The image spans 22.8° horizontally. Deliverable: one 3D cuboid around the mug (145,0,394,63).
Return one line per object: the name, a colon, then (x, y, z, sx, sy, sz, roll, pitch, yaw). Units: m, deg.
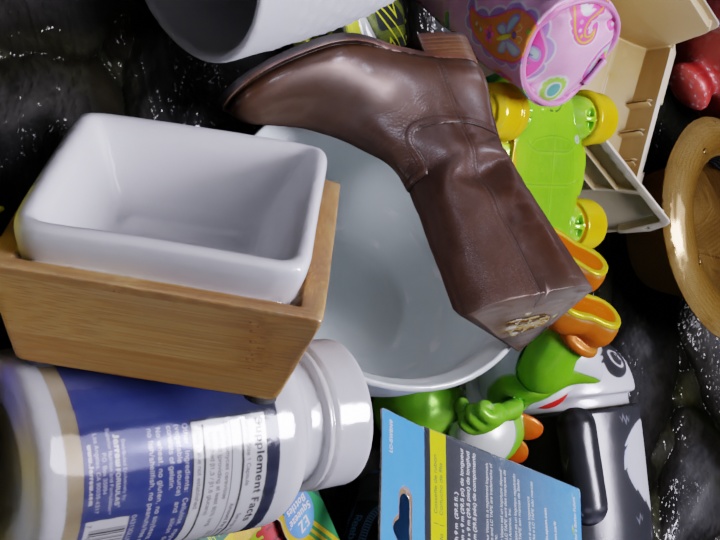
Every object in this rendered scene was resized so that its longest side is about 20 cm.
mug: (-0.044, -0.230, 1.041, 0.175, 0.200, 0.148, -22, 147, -32)

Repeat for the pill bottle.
pill bottle: (-0.097, 0.086, 0.931, 0.200, 0.111, 0.111, -6, 91, -34)

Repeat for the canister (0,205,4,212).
canister: (-0.237, 0.056, 0.820, 0.148, 0.086, 0.200, 1, 87, -53)

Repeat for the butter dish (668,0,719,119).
butter dish: (0.325, -0.190, 1.528, 0.148, 0.200, 0.200, -35, 116, -23)

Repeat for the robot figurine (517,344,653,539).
robot figurine: (0.145, 0.143, 1.270, 0.125, 0.150, 0.200, -3, 85, -42)

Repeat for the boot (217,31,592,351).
boot: (0.030, -0.041, 1.048, 0.186, 0.064, 0.200, -13, 72, -28)

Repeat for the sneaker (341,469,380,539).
sneaker: (0.053, 0.220, 1.198, 0.200, 0.073, 0.082, 45, 56, -27)

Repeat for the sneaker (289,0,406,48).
sneaker: (0.010, -0.137, 1.169, 0.085, 0.074, 0.200, -48, 123, -44)

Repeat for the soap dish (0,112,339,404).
soap dish: (-0.094, -0.010, 0.911, 0.200, 0.157, 0.081, -85, -176, -69)

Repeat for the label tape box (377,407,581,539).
label tape box: (0.056, 0.184, 1.100, 0.200, 0.063, 0.144, 26, 55, -41)

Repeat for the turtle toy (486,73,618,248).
turtle toy: (0.095, -0.050, 1.230, 0.146, 0.101, 0.200, -1, 99, -49)

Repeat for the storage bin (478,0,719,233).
storage bin: (0.187, -0.160, 1.387, 0.199, 0.094, 0.200, 45, 53, -40)

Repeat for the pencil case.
pencil case: (0.085, -0.190, 1.184, 0.087, 0.200, 0.088, -21, 134, -24)

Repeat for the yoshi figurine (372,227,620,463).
yoshi figurine: (0.076, 0.065, 1.162, 0.112, 0.200, 0.112, 48, 37, 19)

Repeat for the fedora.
fedora: (0.279, -0.033, 1.502, 0.200, 0.082, 0.201, 7, 81, -52)

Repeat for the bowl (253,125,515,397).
bowl: (0.000, 0.000, 1.098, 0.201, 0.090, 0.201, 11, 58, -18)

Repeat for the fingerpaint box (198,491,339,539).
fingerpaint box: (-0.084, 0.216, 1.010, 0.200, 0.073, 0.167, -44, 121, -45)
